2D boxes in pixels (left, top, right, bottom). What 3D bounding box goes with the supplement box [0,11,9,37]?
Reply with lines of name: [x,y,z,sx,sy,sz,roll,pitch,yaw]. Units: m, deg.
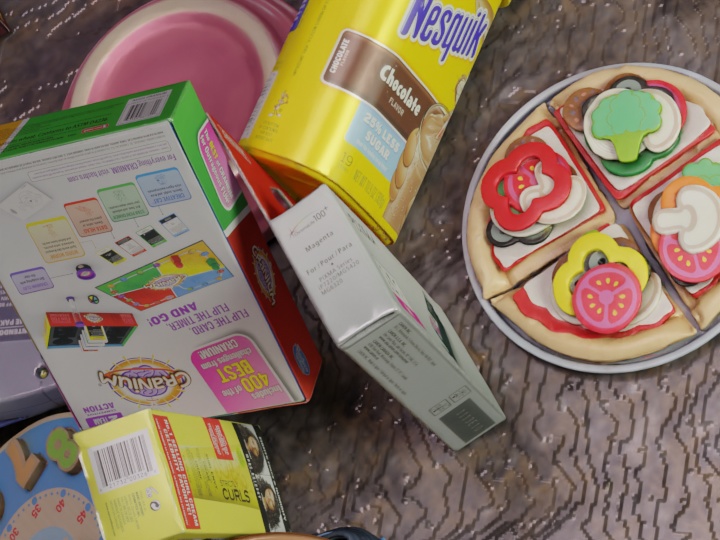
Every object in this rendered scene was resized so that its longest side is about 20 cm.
supplement box: [-0.354,-0.163,1.675,0.199,0.061,0.109,-32,62,7]

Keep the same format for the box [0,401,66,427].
box: [-0.247,0.020,1.566,0.121,0.048,0.201,-20,64,14]

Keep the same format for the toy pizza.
toy pizza: [0.153,-0.037,1.444,0.199,0.032,0.202,-8,66,18]

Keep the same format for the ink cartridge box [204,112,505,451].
ink cartridge box: [0.000,0.000,1.391,0.043,0.200,0.174,-33,61,7]

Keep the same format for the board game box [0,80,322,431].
board game box: [-0.129,-0.001,1.374,0.152,0.201,0.040,-10,33,22]

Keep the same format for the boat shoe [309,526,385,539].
boat shoe: [-0.077,0.201,1.414,0.199,0.069,0.084,-37,61,4]

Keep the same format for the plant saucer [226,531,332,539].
plant saucer: [-0.046,0.247,1.359,0.199,0.032,0.202,0,93,-1]

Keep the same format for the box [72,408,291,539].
box: [-0.098,0.123,1.374,0.050,0.200,0.076,-20,78,13]

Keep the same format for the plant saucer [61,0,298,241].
plant saucer: [-0.112,-0.100,1.562,0.199,0.051,0.202,-8,66,18]

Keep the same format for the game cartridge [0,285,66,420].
game cartridge: [-0.243,0.028,1.514,0.198,0.041,0.134,-5,64,17]

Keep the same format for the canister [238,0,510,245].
canister: [0.013,-0.132,1.473,0.086,0.149,0.201,19,79,26]

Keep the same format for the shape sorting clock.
shape sorting clock: [-0.190,0.183,1.451,0.199,0.039,0.202,-13,68,35]
